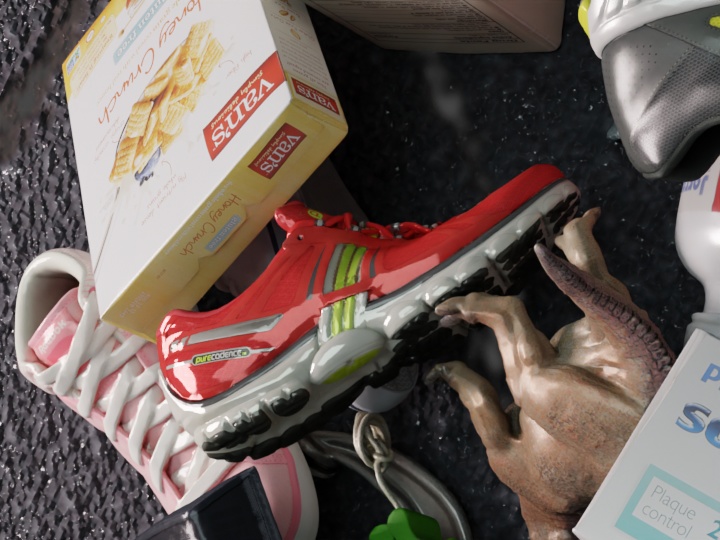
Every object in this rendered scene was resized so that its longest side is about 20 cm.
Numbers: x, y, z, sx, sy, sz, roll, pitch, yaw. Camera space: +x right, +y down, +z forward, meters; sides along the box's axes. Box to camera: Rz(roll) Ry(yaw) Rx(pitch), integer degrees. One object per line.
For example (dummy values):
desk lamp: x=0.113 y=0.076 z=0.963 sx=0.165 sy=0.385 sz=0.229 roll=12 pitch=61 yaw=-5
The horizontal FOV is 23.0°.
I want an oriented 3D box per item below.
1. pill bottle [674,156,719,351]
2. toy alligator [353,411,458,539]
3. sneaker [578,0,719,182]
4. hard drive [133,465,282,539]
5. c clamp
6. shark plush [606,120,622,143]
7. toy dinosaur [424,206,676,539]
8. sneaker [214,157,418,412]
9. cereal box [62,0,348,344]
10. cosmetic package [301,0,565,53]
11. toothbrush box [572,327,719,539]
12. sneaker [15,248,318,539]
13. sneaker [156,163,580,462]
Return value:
pill bottle: x=0.188 y=-0.048 z=0.704 sx=0.111 sy=0.112 sz=0.202 roll=10 pitch=86 yaw=30
toy alligator: x=0.034 y=0.143 z=0.760 sx=0.054 sy=0.059 sz=0.202 roll=-26 pitch=57 yaw=30
sneaker: x=0.176 y=-0.082 z=0.621 sx=0.198 sy=0.074 sz=0.086 roll=-12 pitch=83 yaw=32
hard drive: x=-0.084 y=0.186 z=0.796 sx=0.200 sy=0.042 sz=0.136 roll=-45 pitch=59 yaw=47
c clamp: x=-0.042 y=0.155 z=0.849 sx=0.171 sy=0.027 sz=0.200 roll=46 pitch=105 yaw=27
shark plush: x=0.156 y=-0.154 z=0.789 sx=0.083 sy=0.090 sz=0.202 roll=23 pitch=110 yaw=53
toy dinosaur: x=0.097 y=0.066 z=0.713 sx=0.085 sy=0.201 sz=0.136 roll=-22 pitch=57 yaw=-23
sneaker: x=-0.035 y=-0.007 z=0.856 sx=0.071 sy=0.073 sz=0.201 roll=-43 pitch=55 yaw=27
cereal box: x=-0.081 y=-0.083 z=0.837 sx=0.144 sy=0.039 sz=0.201 roll=-47 pitch=36 yaw=24
cosmetic package: x=0.010 y=-0.164 z=0.775 sx=0.102 sy=0.200 sz=0.088 roll=4 pitch=82 yaw=28
toothbrush box: x=0.177 y=0.117 z=0.625 sx=0.146 sy=0.200 sz=0.086 roll=29 pitch=80 yaw=29
sneaker: x=-0.103 y=0.065 z=0.838 sx=0.075 sy=0.104 sz=0.201 roll=-47 pitch=53 yaw=17
sneaker: x=0.000 y=0.000 z=0.754 sx=0.199 sy=0.077 sz=0.085 roll=-30 pitch=71 yaw=-3
